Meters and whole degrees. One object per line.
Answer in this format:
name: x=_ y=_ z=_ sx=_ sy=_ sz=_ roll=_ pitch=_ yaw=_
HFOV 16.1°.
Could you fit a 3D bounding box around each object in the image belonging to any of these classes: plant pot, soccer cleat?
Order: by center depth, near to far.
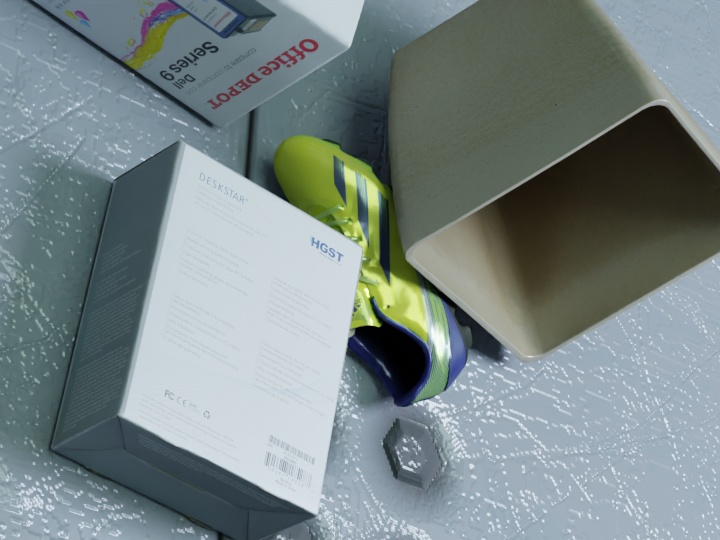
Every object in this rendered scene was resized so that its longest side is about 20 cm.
soccer cleat: x=0.001 y=0.000 z=1.706 sx=0.084 sy=0.065 sz=0.200 roll=-40 pitch=100 yaw=-44
plant pot: x=0.128 y=-0.087 z=1.754 sx=0.200 sy=0.200 sz=0.177 roll=40 pitch=23 yaw=-52

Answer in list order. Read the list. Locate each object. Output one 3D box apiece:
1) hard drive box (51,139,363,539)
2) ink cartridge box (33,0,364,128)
hard drive box: x=-0.091 y=0.046 z=1.592 sx=0.156 sy=0.077 sz=0.200 roll=31 pitch=53 yaw=-29
ink cartridge box: x=-0.113 y=-0.198 z=1.636 sx=0.200 sy=0.145 sz=0.088 roll=33 pitch=52 yaw=-27
